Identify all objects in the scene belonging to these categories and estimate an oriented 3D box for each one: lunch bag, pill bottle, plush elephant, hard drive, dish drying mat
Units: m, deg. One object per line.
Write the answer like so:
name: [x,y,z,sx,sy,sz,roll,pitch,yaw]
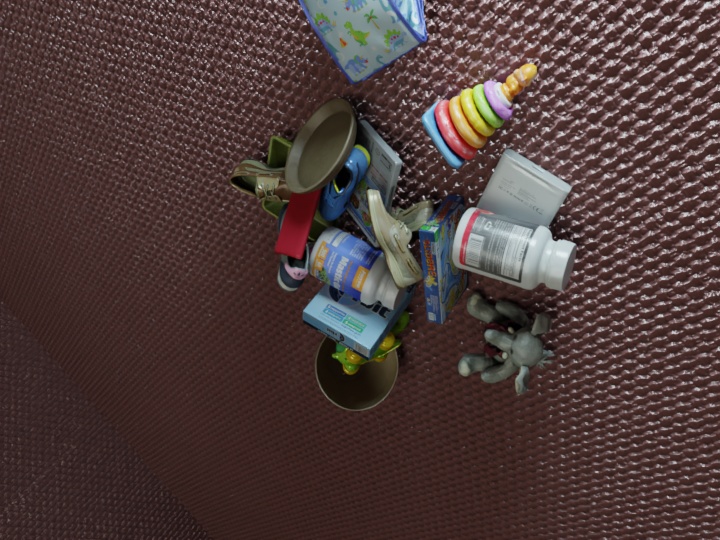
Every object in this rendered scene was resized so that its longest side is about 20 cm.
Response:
lunch bag: [0.007,-0.433,1.098,0.168,0.127,0.204,-18,100,44]
pill bottle: [0.000,0.000,1.383,0.196,0.112,0.114,27,135,15]
pill bottle: [0.268,-0.033,1.170,0.196,0.111,0.113,19,132,25]
plush elephant: [0.287,0.141,1.283,0.195,0.169,0.155,17,173,7]
hard drive: [0.276,-0.103,1.211,0.130,0.026,0.202,34,136,13]
dish drying mat: [-0.114,-0.126,1.335,0.076,0.205,0.018,13,174,41]

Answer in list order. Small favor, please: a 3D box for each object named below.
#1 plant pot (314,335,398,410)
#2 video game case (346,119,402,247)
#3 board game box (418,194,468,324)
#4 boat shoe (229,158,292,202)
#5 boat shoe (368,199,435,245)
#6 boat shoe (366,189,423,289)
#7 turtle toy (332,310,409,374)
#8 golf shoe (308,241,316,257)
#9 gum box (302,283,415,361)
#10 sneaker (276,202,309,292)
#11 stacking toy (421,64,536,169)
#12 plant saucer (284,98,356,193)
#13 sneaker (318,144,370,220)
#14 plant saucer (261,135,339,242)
plant pot: [-0.022,0.219,1.593,0.202,0.200,0.134,50,167,-7]
video game case: [0.019,-0.169,1.319,0.144,0.018,0.203,53,145,35]
board game box: [0.162,-0.021,1.283,0.034,0.136,0.204,11,129,29]
boat shoe: [-0.192,-0.175,1.416,0.196,0.074,0.077,17,131,27]
boat shoe: [0.084,-0.091,1.349,0.198,0.071,0.067,-19,74,56]
boat shoe: [0.065,-0.064,1.262,0.063,0.072,0.204,-20,111,6]
turtle toy: [0.024,0.144,1.478,0.103,0.196,0.146,64,165,17]
golf shoe: [-0.134,-0.037,1.517,0.093,0.074,0.200,57,160,4]
gum box: [-0.001,0.071,1.429,0.167,0.201,0.045,27,142,18]
sneaker: [-0.130,-0.063,1.388,0.068,0.205,0.082,8,153,-25]
stacking toy: [0.207,-0.269,1.101,0.198,0.116,0.111,-33,100,33]
plant saucer: [-0.074,-0.234,1.286,0.029,0.205,0.197,29,149,-36]
sneaker: [-0.048,-0.159,1.316,0.066,0.079,0.201,38,138,3]
plant saucer: [-0.114,-0.173,1.448,0.197,0.048,0.202,32,136,14]
